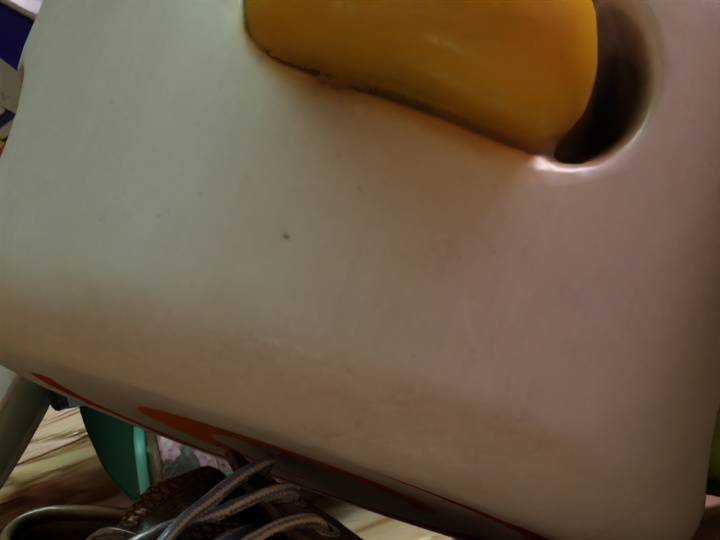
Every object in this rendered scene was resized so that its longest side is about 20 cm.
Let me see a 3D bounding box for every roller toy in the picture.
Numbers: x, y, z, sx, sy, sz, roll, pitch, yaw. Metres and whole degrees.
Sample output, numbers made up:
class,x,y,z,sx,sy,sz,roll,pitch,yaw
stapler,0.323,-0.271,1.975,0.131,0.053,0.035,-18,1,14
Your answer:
class,x,y,z,sx,sy,sz,roll,pitch,yaw
roller toy,0.006,-0.021,0.489,0.182,0.140,0.200,10,-13,43

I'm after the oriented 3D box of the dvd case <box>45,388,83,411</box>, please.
class,x,y,z,sx,sy,sz,roll,pitch,yaw
dvd case,0.000,0.000,0.712,0.200,0.018,0.143,-13,13,3

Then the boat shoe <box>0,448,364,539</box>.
class,x,y,z,sx,sy,sz,roll,pitch,yaw
boat shoe,-0.031,0.081,0.454,0.072,0.072,0.200,-31,11,-35

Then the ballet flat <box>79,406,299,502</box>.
class,x,y,z,sx,sy,sz,roll,pitch,yaw
ballet flat,-0.053,0.053,0.730,0.071,0.069,0.200,-8,8,-13

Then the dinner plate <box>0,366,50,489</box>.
class,x,y,z,sx,sy,sz,roll,pitch,yaw
dinner plate,-0.146,0.053,0.820,0.200,0.024,0.200,-52,17,23

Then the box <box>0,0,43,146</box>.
class,x,y,z,sx,sy,sz,roll,pitch,yaw
box,-0.114,-0.090,0.751,0.200,0.105,0.184,-41,25,48
